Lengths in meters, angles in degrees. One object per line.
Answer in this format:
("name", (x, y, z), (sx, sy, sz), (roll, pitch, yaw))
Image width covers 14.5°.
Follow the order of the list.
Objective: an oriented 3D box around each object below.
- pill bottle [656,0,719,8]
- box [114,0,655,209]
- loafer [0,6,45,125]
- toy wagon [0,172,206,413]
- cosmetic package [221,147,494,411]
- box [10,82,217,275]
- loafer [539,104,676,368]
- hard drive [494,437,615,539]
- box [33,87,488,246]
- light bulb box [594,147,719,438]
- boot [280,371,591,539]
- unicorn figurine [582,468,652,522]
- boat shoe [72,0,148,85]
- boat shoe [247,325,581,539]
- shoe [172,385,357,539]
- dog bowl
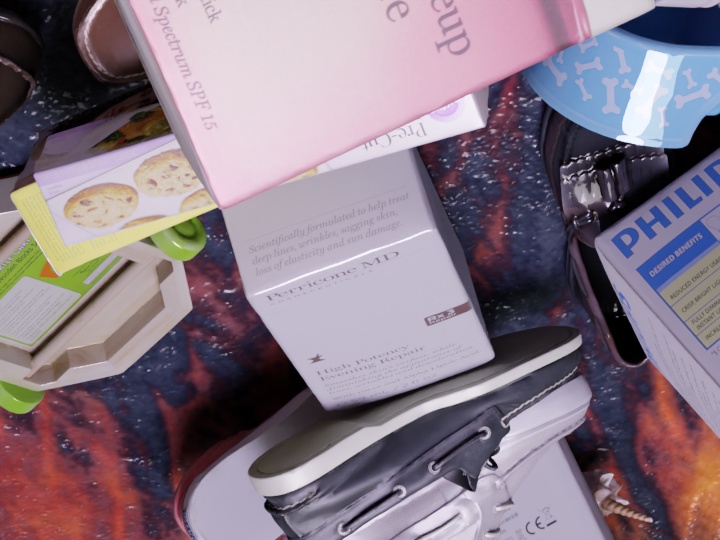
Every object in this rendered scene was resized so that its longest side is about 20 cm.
("pill bottle", (0.225, -0.160, 1.303), (0.199, 0.112, 0.111), (-1, 141, -19))
("box", (-0.002, -0.134, 1.148), (0.199, 0.109, 0.128), (-25, 117, -3))
("loafer", (-0.223, -0.051, 1.324), (0.200, 0.072, 0.073), (-34, 140, 24))
("toy wagon", (-0.181, 0.001, 1.435), (0.200, 0.040, 0.155), (21, 130, -37))
("cosmetic package", (0.000, 0.000, 1.431), (0.101, 0.074, 0.200), (-19, 159, 6))
("box", (-0.058, -0.067, 1.293), (0.199, 0.075, 0.050), (-22, 113, 15))
("loafer", (0.138, -0.025, 1.489), (0.072, 0.063, 0.200), (-13, 144, 0))
("hard drive", (0.098, 0.200, 1.661), (0.132, 0.201, 0.026), (-30, 166, 21))
("box", (-0.044, -0.060, 1.231), (0.199, 0.039, 0.042), (-15, 118, 13))
("light bulb box", (0.261, 0.021, 1.436), (0.198, 0.200, 0.125), (-36, 143, -4))
("boot", (0.060, 0.143, 1.623), (0.199, 0.096, 0.074), (-29, -178, 3))
("unicorn figurine", (0.094, 0.176, 1.742), (0.137, 0.074, 0.200), (-21, 158, -8))
("boat shoe", (-0.043, -0.144, 1.244), (0.200, 0.072, 0.076), (-33, 106, 11))
("boat shoe", (0.039, 0.094, 1.520), (0.199, 0.074, 0.066), (-27, 105, -22))
("shoe", (-0.018, 0.091, 1.591), (0.200, 0.072, 0.091), (-33, -174, -11))
("dog bowl", (0.177, -0.110, 1.360), (0.199, 0.112, 0.050), (1, 127, -19))
